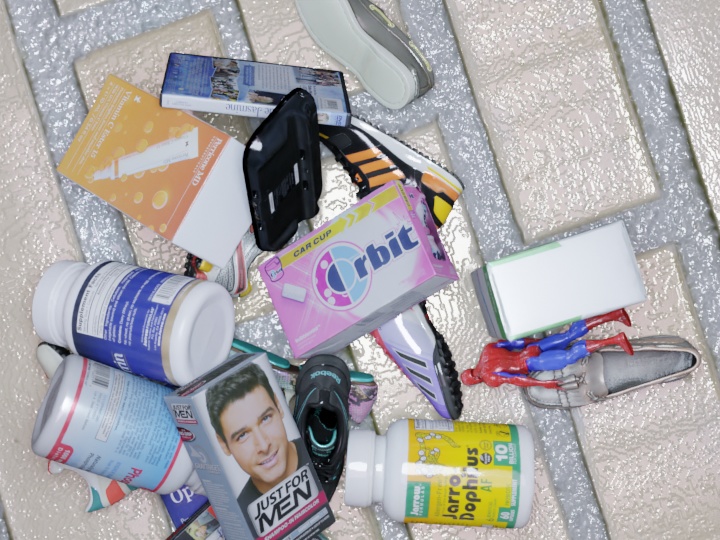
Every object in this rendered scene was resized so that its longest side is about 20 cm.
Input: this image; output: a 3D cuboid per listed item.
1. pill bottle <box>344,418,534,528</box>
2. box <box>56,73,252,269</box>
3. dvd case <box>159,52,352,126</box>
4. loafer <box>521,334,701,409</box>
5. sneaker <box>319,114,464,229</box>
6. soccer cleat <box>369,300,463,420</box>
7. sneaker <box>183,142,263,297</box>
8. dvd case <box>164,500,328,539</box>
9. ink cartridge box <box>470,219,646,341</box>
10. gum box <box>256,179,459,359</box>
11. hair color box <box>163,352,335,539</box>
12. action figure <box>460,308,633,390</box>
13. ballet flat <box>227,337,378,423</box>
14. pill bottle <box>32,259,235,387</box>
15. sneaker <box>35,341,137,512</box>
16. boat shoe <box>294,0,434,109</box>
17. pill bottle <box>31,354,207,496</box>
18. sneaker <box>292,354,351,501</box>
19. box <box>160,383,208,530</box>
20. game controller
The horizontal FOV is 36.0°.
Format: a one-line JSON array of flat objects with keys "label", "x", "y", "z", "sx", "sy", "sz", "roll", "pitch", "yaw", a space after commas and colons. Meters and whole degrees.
[{"label": "pill bottle", "x": 0.084, "y": 0.220, "z": 1.208, "sx": 0.199, "sy": 0.113, "sz": 0.114, "roll": 4, "pitch": 89, "yaw": 1}, {"label": "box", "x": -0.207, "y": -0.107, "z": 1.182, "sx": 0.199, "sy": 0.097, "sz": 0.125, "roll": 29, "pitch": 89, "yaw": 32}, {"label": "dvd case", "x": -0.112, "y": -0.197, "z": 1.196, "sx": 0.199, "sy": 0.143, "sz": 0.018, "roll": 5, "pitch": 117, "yaw": -8}, {"label": "loafer", "x": 0.279, "y": 0.110, "z": 1.233, "sx": 0.199, "sy": 0.063, "sz": 0.072, "roll": -12, "pitch": 88, "yaw": 0}, {"label": "sneaker", "x": 0.013, "y": -0.107, "z": 1.236, "sx": 0.199, "sy": 0.070, "sz": 0.090, "roll": 28, "pitch": 86, "yaw": -1}, {"label": "soccer cleat", "x": 0.053, "y": 0.080, "z": 1.240, "sx": 0.073, "sy": 0.068, "sz": 0.201, "roll": -24, "pitch": 87, "yaw": 13}, {"label": "sneaker", "x": -0.126, "y": -0.064, "z": 1.244, "sx": 0.082, "sy": 0.078, "sz": 0.201, "roll": 24, "pitch": 86, "yaw": -23}, {"label": "dvd case", "x": -0.147, "y": 0.329, "z": 1.230, "sx": 0.200, "sy": 0.022, "sz": 0.146, "roll": -43, "pitch": 104, "yaw": 3}, {"label": "ink cartridge box", "x": 0.202, "y": 0.015, "z": 1.169, "sx": 0.145, "sy": 0.200, "sz": 0.088, "roll": -17, "pitch": 86, "yaw": 1}, {"label": "gum box", "x": 0.000, "y": 0.000, "z": 1.189, "sx": 0.199, "sy": 0.066, "sz": 0.114, "roll": -31, "pitch": 72, "yaw": 22}, {"label": "hair color box", "x": -0.112, "y": 0.195, "z": 1.137, "sx": 0.099, "sy": 0.060, "sz": 0.201, "roll": -30, "pitch": 104, "yaw": -36}, {"label": "action figure", "x": 0.200, "y": 0.095, "z": 1.215, "sx": 0.199, "sy": 0.052, "sz": 0.066, "roll": -17, "pitch": 46, "yaw": 25}, {"label": "ballet flat", "x": -0.081, "y": 0.129, "z": 1.237, "sx": 0.199, "sy": 0.069, "sz": 0.072, "roll": 16, "pitch": 94, "yaw": -3}, {"label": "pill bottle", "x": -0.246, "y": 0.052, "z": 1.191, "sx": 0.199, "sy": 0.116, "sz": 0.116, "roll": 11, "pitch": 89, "yaw": 22}, {"label": "sneaker", "x": -0.322, "y": 0.178, "z": 1.233, "sx": 0.093, "sy": 0.070, "sz": 0.200, "roll": -34, "pitch": 92, "yaw": -6}, {"label": "boat shoe", "x": 0.002, "y": -0.266, "z": 1.244, "sx": 0.060, "sy": 0.072, "sz": 0.202, "roll": -30, "pitch": 73, "yaw": -40}, {"label": "pill bottle", "x": -0.233, "y": 0.170, "z": 1.163, "sx": 0.199, "sy": 0.109, "sz": 0.109, "roll": 23, "pitch": 89, "yaw": -19}, {"label": "sneaker", "x": -0.051, "y": 0.190, "z": 1.197, "sx": 0.075, "sy": 0.079, "sz": 0.201, "roll": 3, "pitch": 119, "yaw": -3}, {"label": "box", "x": -0.175, "y": 0.218, "z": 1.252, "sx": 0.121, "sy": 0.032, "sz": 0.201, "roll": -26, "pitch": 88, "yaw": 0}, {"label": "game controller", "x": -0.079, "y": -0.098, "z": 1.144, "sx": 0.042, "sy": 0.200, "sz": 0.104, "roll": 38, "pitch": 67, "yaw": 21}]
